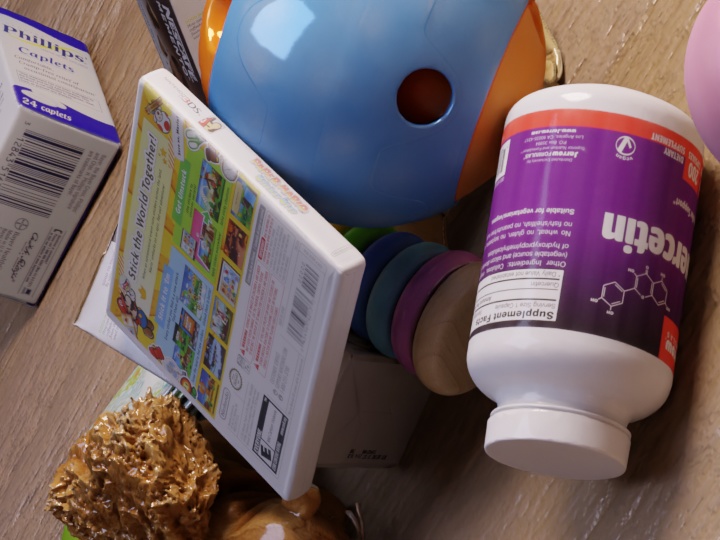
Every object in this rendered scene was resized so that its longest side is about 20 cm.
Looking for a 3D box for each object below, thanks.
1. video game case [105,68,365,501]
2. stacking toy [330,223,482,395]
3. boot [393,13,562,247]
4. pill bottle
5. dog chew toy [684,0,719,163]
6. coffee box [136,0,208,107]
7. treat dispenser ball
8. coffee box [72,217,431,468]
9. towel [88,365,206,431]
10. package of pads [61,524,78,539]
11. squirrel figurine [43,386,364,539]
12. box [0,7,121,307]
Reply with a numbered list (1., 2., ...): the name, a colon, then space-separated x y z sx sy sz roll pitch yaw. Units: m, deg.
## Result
1. video game case: -0.077 0.010 1.510 0.182 0.023 0.200 44 142 27
2. stacking toy: 0.000 0.000 1.591 0.200 0.085 0.085 29 99 36
3. boot: 0.059 -0.082 1.630 0.155 0.073 0.200 -24 68 36
4. pill bottle: 0.121 0.007 1.411 0.112 0.112 0.200 -20 56 57
5. dog chew toy: 0.251 -0.107 1.241 0.200 0.124 0.125 -20 55 48
6. coffee box: -0.081 -0.132 1.796 0.080 0.200 0.113 -27 27 -11
7. treat dispenser ball: 0.007 -0.125 1.503 0.201 0.201 0.201 -41 39 45
8. coffee box: -0.065 0.045 1.640 0.200 0.114 0.080 29 101 30
9. towel: -0.131 0.084 1.825 0.171 0.048 0.200 -49 12 6
10. package of pads: -0.156 0.239 1.831 0.200 0.068 0.155 -27 48 55
11. squirrel figurine: -0.093 0.160 1.619 0.142 0.200 0.187 -64 27 -2
12. box: -0.309 -0.103 2.308 0.184 0.105 0.200 -59 29 22
